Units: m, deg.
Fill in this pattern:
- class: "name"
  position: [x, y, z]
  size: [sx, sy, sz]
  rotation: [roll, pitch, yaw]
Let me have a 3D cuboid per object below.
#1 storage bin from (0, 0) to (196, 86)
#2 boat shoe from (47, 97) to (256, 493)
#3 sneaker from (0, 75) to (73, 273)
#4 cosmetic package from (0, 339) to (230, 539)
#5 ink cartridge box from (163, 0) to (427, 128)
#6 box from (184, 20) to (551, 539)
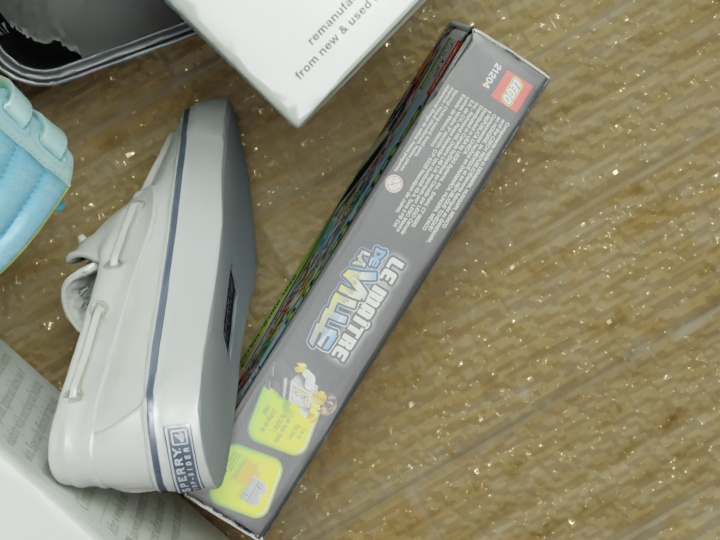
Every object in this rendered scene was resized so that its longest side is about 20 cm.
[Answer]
- class: "storage bin"
  position: [-0.061, -0.161, 1.036]
  size: [0.199, 0.094, 0.136]
  rotation: [-20, 97, 0]
- class: "boat shoe"
  position: [-0.077, 0.003, 1.010]
  size: [0.065, 0.201, 0.074]
  rotation: [-4, 123, 7]
- class: "sneaker"
  position: [-0.155, -0.081, 0.966]
  size: [0.130, 0.079, 0.201]
  rotation: [25, 63, -42]
- class: "cosmetic package"
  position: [-0.154, 0.131, 1.024]
  size: [0.200, 0.167, 0.167]
  rotation: [41, 94, -6]
- class: "ink cartridge box"
  position: [-0.065, -0.147, 0.918]
  size: [0.083, 0.147, 0.200]
  rotation: [-45, 95, 2]
- class: "box"
  position: [0.000, 0.000, 1.047]
  size: [0.035, 0.110, 0.201]
  rotation: [32, 93, -6]
